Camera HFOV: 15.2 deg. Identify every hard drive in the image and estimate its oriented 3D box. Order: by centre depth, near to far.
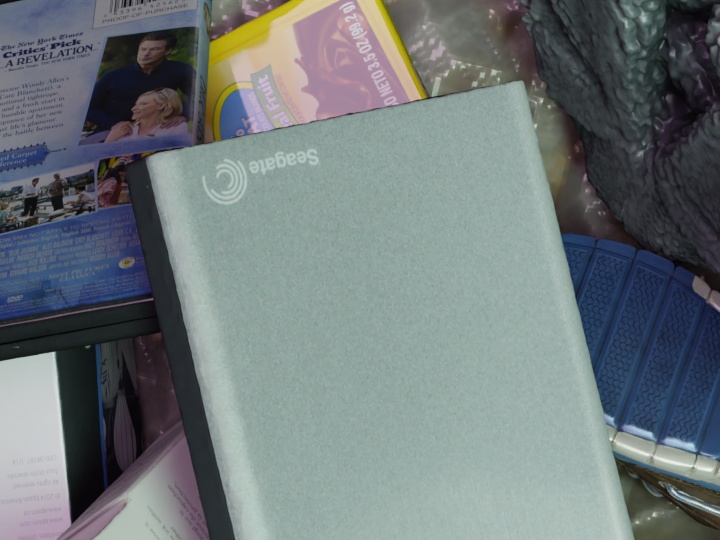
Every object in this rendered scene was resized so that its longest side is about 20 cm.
[{"bbox_3d":[0.012,0.049,0.859,0.139,0.033,0.201,-13,88,-29],"label":"hard drive"}]

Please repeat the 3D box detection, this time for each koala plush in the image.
[{"bbox_3d":[0.174,-0.101,0.928,0.199,0.184,0.178,-32,71,-18],"label":"koala plush"}]

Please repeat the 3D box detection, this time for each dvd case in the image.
[{"bbox_3d":[-0.124,-0.037,0.937,0.142,0.201,0.018,-10,128,7],"label":"dvd case"}]

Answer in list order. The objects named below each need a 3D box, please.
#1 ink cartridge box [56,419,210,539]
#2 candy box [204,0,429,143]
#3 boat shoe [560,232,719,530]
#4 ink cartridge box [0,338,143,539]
[{"bbox_3d":[-0.027,0.158,0.887,0.045,0.176,0.200,-35,95,27],"label":"ink cartridge box"},{"bbox_3d":[0.000,0.000,0.988,0.102,0.026,0.201,-27,84,7],"label":"candy box"},{"bbox_3d":[0.121,0.055,0.941,0.199,0.072,0.072,26,66,6],"label":"boat shoe"},{"bbox_3d":[-0.103,0.093,0.955,0.039,0.099,0.201,-6,86,11],"label":"ink cartridge box"}]
